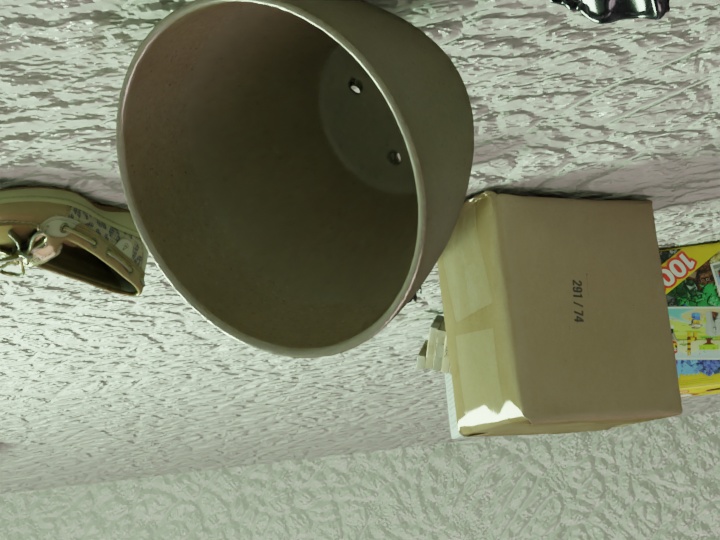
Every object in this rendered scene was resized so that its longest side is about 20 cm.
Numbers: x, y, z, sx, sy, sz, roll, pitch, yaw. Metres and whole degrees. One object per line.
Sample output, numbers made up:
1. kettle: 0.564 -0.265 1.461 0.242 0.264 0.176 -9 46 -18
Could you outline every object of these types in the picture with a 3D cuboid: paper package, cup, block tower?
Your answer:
1. paper package: 0.174 0.039 1.432 0.190 0.201 0.103 0 167 -31
2. cup: -0.015 -0.072 0.910 0.200 0.201 0.143 -15 -168 38
3. block tower: 0.169 0.101 1.906 0.199 0.058 0.054 10 -161 11

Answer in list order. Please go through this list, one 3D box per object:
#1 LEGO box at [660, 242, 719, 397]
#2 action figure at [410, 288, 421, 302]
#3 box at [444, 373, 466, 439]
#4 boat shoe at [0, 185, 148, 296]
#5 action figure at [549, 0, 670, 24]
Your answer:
1. LEGO box: 0.386 0.049 1.699 0.199 0.150 0.077 -8 168 9
2. action figure: 0.000 0.000 1.484 0.129 0.070 0.200 -8 172 -16
3. box: 0.222 0.131 2.053 0.198 0.131 0.200 -4 167 -10
4. boat shoe: -0.234 -0.022 1.267 0.073 0.063 0.200 -13 166 35
5. action figure: 0.142 -0.182 0.602 0.200 0.102 0.119 -41 149 -24
